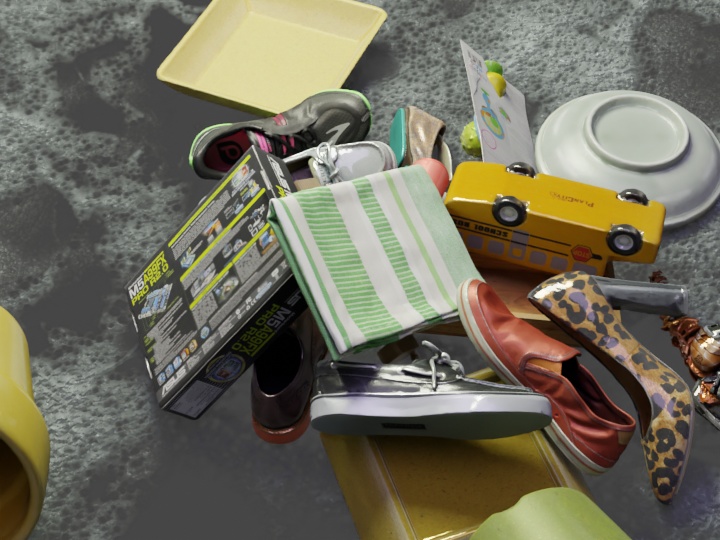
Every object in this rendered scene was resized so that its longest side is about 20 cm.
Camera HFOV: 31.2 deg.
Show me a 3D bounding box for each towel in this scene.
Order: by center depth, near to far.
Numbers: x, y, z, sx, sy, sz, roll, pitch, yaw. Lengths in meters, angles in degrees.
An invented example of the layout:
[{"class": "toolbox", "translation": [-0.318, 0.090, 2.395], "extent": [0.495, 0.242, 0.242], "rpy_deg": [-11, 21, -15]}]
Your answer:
[{"class": "towel", "translation": [0.020, -0.013, 1.106], "extent": [0.199, 0.023, 0.153], "rpy_deg": [-16, 75, -44]}]

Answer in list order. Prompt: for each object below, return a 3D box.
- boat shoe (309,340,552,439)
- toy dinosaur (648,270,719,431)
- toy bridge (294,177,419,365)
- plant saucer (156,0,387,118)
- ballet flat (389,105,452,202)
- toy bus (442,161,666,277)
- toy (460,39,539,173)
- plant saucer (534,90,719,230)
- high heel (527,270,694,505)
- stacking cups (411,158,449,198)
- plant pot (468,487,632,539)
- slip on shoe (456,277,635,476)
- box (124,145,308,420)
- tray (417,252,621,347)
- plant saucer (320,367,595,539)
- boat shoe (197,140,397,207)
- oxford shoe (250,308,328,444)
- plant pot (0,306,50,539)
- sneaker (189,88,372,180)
[{"class": "boat shoe", "translation": [0.058, 0.099, 1.063], "extent": [0.198, 0.074, 0.068], "rpy_deg": [-2, 64, 13]}, {"class": "toy dinosaur", "translation": [0.336, 0.068, 1.148], "extent": [0.136, 0.102, 0.200], "rpy_deg": [-38, 79, -6]}, {"class": "toy bridge", "translation": [0.000, 0.000, 1.218], "extent": [0.067, 0.027, 0.201], "rpy_deg": [-16, 71, -54]}, {"class": "plant saucer", "translation": [-0.096, -0.238, 1.445], "extent": [0.199, 0.049, 0.200], "rpy_deg": [19, 54, 16]}, {"class": "ballet flat", "translation": [0.061, -0.089, 1.307], "extent": [0.067, 0.068, 0.201], "rpy_deg": [18, 52, -13]}, {"class": "toy bus", "translation": [0.177, -0.043, 1.197], "extent": [0.199, 0.079, 0.065], "rpy_deg": [14, 43, 9]}, {"class": "toy", "translation": [0.137, -0.134, 1.332], "extent": [0.047, 0.115, 0.201], "rpy_deg": [-29, 45, 31]}, {"class": "plant saucer", "translation": [0.281, -0.129, 1.328], "extent": [0.199, 0.050, 0.201], "rpy_deg": [0, 49, 0]}, {"class": "high heel", "translation": [0.213, 0.100, 1.117], "extent": [0.142, 0.071, 0.201], "rpy_deg": [5, 70, -4]}, {"class": "stacking cups", "translation": [0.031, -0.022, 1.186], "extent": [0.060, 0.061, 0.200], "rpy_deg": [15, 49, 15]}, {"class": "plant pot", "translation": [0.165, 0.267, 0.940], "extent": [0.199, 0.201, 0.190], "rpy_deg": [-20, 42, -13]}, {"class": "slip on shoe", "translation": [0.157, 0.080, 1.091], "extent": [0.200, 0.061, 0.074], "rpy_deg": [51, 27, 16]}, {"class": "box", "translation": [-0.123, 0.011, 1.162], "extent": [0.200, 0.044, 0.161], "rpy_deg": [-45, 45, 20]}, {"class": "tray", "translation": [0.139, 0.021, 1.208], "extent": [0.199, 0.037, 0.099], "rpy_deg": [5, 43, 0]}, {"class": "plant saucer", "translation": [0.086, 0.169, 1.092], "extent": [0.199, 0.049, 0.200], "rpy_deg": [-17, 52, -11]}, {"class": "boat shoe", "translation": [-0.061, -0.079, 1.270], "extent": [0.201, 0.065, 0.075], "rpy_deg": [-15, 79, 8]}, {"class": "oxford shoe", "translation": [-0.063, 0.057, 1.184], "extent": [0.071, 0.073, 0.201], "rpy_deg": [-1, 50, 4]}, {"class": "plant pot", "translation": [-0.358, 0.122, 1.083], "extent": [0.200, 0.202, 0.189], "rpy_deg": [-6, 34, -2]}, {"class": "sneaker", "translation": [-0.081, -0.127, 1.312], "extent": [0.199, 0.077, 0.084], "rpy_deg": [-17, 18, 12]}]
